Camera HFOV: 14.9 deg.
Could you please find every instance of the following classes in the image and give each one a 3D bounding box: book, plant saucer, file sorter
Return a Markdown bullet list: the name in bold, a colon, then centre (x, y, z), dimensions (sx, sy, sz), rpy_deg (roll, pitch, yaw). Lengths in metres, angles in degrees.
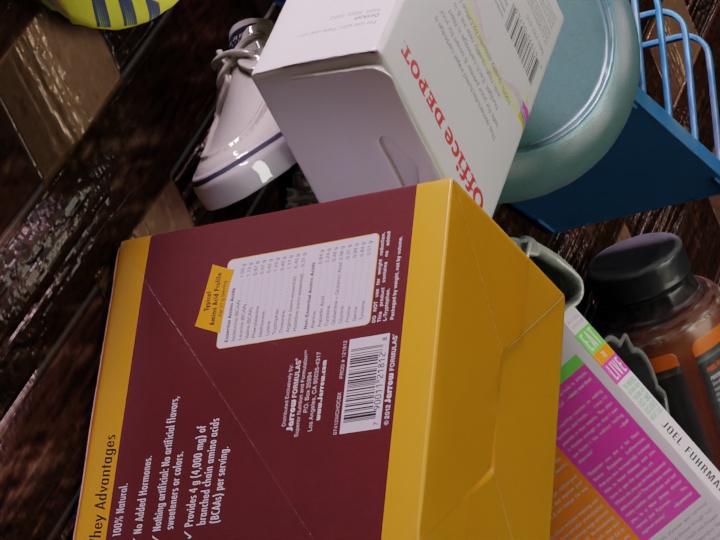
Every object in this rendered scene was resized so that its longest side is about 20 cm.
- **book**: centre (0.145, 0.138, 1.655), dimensions (0.200, 0.134, 0.048), rpy_deg (50, 30, 3)
- **plant saucer**: centre (0.075, -0.140, 1.658), dimensions (0.027, 0.199, 0.202), rpy_deg (122, -31, -71)
- **file sorter**: centre (0.144, -0.123, 1.810), dimensions (0.200, 0.138, 0.124), rpy_deg (32, 50, -57)

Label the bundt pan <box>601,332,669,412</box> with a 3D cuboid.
- **bundt pan**: centre (0.150, 0.146, 1.793), dimensions (0.202, 0.075, 0.203), rpy_deg (40, 44, -55)

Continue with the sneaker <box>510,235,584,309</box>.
- **sneaker**: centre (0.077, -0.002, 1.720), dimensions (0.200, 0.070, 0.074), rpy_deg (5, 76, -61)

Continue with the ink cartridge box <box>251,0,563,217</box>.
- **ink cartridge box**: centre (0.030, -0.121, 1.503), dimensions (0.145, 0.084, 0.201), rpy_deg (61, 34, -35)

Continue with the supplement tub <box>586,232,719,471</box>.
- **supplement tub**: centre (0.221, 0.077, 1.925), dimensions (0.107, 0.106, 0.201), rpy_deg (-50, 125, -55)

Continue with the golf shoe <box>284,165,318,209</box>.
- **golf shoe**: centre (0.000, 0.000, 1.602), dimensions (0.097, 0.078, 0.201), rpy_deg (57, 38, -66)

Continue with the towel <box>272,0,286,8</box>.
- **towel**: centre (-0.044, -0.218, 1.566), dimensions (0.147, 0.024, 0.201), rpy_deg (30, 39, -55)

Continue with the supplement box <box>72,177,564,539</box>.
- **supplement box**: centre (-0.019, 0.085, 1.381), dimensions (0.133, 0.199, 0.198), rpy_deg (43, 46, -48)

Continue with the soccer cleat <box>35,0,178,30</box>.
- **soccer cleat**: centre (-0.131, -0.163, 1.377), dimensions (0.200, 0.083, 0.065), rpy_deg (9, 73, -61)

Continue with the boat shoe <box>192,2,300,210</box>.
- **boat shoe**: centre (-0.054, -0.104, 1.523), dimensions (0.070, 0.071, 0.200), rpy_deg (57, 33, -17)
